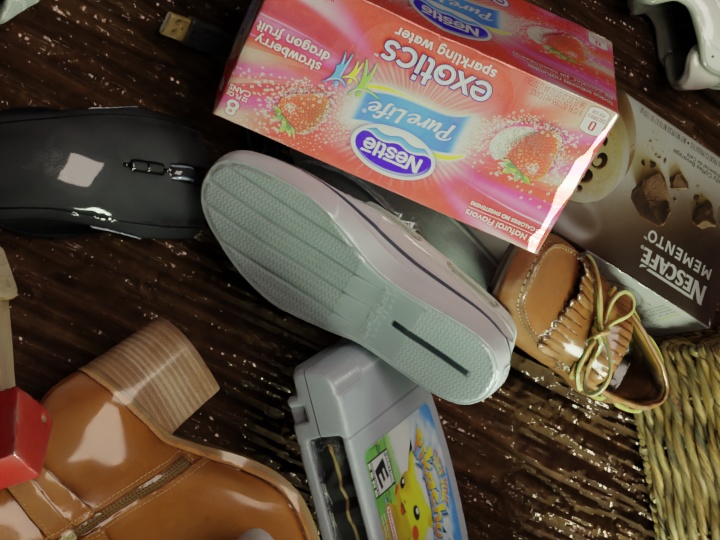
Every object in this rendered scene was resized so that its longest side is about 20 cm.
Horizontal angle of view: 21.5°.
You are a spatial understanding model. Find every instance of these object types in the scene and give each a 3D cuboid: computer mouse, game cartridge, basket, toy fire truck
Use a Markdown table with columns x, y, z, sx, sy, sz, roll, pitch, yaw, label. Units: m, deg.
| x | y | z | sx | sy | sz | roll | pitch | yaw | label |
| --- | --- | --- | --- | --- | --- | --- | --- | --- | --- |
| -0.116 | -0.081 | 1.059 | 0.199 | 0.046 | 0.141 | 9 | 79 | -32 | computer mouse |
| 0.018 | 0.136 | 1.086 | 0.133 | 0.040 | 0.201 | -33 | 110 | -68 | game cartridge |
| 0.281 | 0.128 | 1.235 | 0.148 | 0.142 | 0.201 | -10 | 89 | -33 | basket |
| -0.207 | -0.003 | 0.952 | 0.141 | 0.048 | 0.201 | 55 | 23 | -45 | toy fire truck |

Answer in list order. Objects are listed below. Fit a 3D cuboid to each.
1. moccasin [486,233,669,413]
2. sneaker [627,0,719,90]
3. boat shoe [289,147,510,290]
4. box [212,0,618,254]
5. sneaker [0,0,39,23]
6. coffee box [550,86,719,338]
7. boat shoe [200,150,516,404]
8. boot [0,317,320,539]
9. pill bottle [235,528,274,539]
| x | y | z | sx | sy | sz | roll | pitch | yaw | label |
| --- | --- | --- | --- | --- | --- | --- | --- | --- | --- |
| 0.135 | 0.038 | 1.144 | 0.074 | 0.077 | 0.201 | -56 | 144 | -13 | moccasin |
| 0.254 | -0.147 | 1.306 | 0.200 | 0.078 | 0.100 | 41 | 70 | -12 | sneaker |
| 0.029 | -0.013 | 1.129 | 0.201 | 0.070 | 0.072 | 38 | 63 | -29 | boat shoe |
| 0.031 | -0.106 | 1.044 | 0.199 | 0.103 | 0.095 | 24 | 31 | -9 | box |
| -0.225 | -0.217 | 0.992 | 0.115 | 0.075 | 0.200 | -44 | 108 | -27 | sneaker |
| 0.142 | -0.050 | 1.205 | 0.199 | 0.080 | 0.114 | 31 | 66 | -26 | coffee box |
| 0.000 | 0.000 | 1.066 | 0.200 | 0.074 | 0.067 | 40 | 29 | -1 | boat shoe |
| -0.114 | 0.145 | 1.015 | 0.155 | 0.077 | 0.201 | -42 | 120 | -22 | boot |
| -0.089 | 0.236 | 0.965 | 0.200 | 0.110 | 0.110 | -43 | 108 | -7 | pill bottle |
